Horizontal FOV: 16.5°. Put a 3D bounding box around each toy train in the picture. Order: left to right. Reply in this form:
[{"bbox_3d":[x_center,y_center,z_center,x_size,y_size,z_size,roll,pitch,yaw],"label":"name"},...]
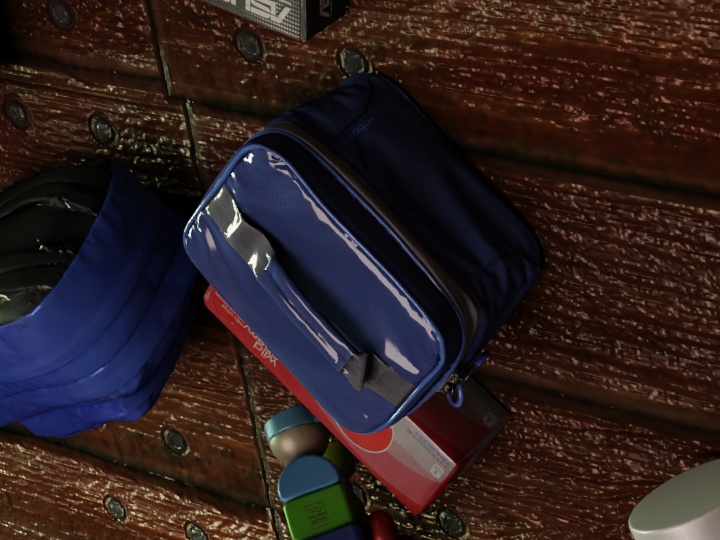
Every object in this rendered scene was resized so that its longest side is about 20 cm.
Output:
[{"bbox_3d":[-0.009,0.166,1.652,0.200,0.084,0.116,52,-161,-67],"label":"toy train"}]

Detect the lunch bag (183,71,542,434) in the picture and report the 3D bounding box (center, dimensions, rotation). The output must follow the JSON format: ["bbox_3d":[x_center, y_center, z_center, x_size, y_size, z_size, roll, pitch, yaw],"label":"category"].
[{"bbox_3d":[0.000,0.000,1.482,0.200,0.132,0.136,47,139,7],"label":"lunch bag"}]

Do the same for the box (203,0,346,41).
[{"bbox_3d":[-0.097,-0.243,1.466,0.200,0.044,0.161,26,132,28],"label":"box"}]

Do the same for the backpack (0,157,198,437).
[{"bbox_3d":[-0.191,0.019,1.658,0.168,0.163,0.200,36,146,-27],"label":"backpack"}]

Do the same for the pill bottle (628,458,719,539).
[{"bbox_3d":[0.236,0.213,1.430,0.113,0.113,0.201,-16,106,47],"label":"pill bottle"}]

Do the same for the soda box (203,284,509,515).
[{"bbox_3d":[-0.005,0.055,1.578,0.200,0.063,0.070,44,139,9],"label":"soda box"}]
